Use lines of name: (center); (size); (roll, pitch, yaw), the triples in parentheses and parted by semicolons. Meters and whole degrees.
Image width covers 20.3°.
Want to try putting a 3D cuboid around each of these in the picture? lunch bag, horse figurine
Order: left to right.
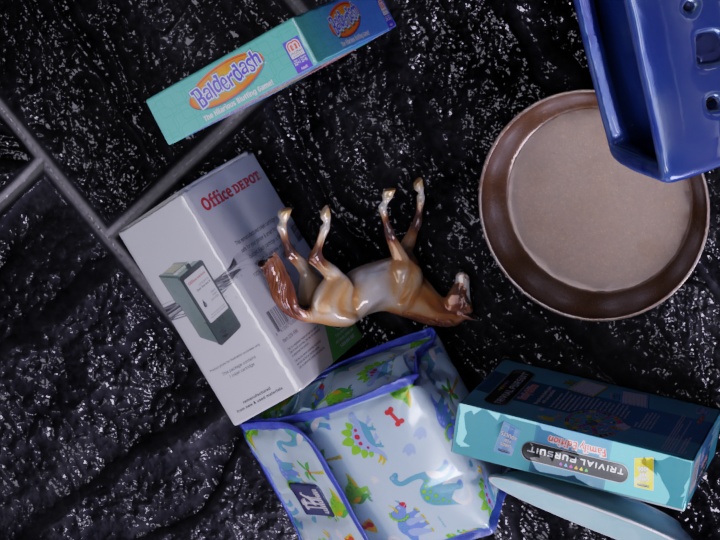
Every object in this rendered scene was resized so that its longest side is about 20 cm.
horse figurine: (0.000, 0.000, 1.752); (0.199, 0.050, 0.133); (-14, 105, -22)
lunch bag: (0.008, 0.170, 1.788); (0.199, 0.128, 0.171); (-20, 107, 26)

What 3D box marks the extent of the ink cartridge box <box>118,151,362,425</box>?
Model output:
ink cartridge box: (-0.103, 0.013, 1.780); (0.084, 0.146, 0.201); (-29, 93, 28)

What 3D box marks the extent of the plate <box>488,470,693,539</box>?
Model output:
plate: (0.205, 0.203, 1.712); (0.199, 0.200, 0.026); (19, 80, 14)

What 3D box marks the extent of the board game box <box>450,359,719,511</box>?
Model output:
board game box: (0.194, 0.136, 1.703); (0.199, 0.151, 0.047); (13, 105, 17)

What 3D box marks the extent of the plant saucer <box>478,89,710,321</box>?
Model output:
plant saucer: (0.200, -0.058, 1.711); (0.199, 0.034, 0.202); (6, 108, 19)

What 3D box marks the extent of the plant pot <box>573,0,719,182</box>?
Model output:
plant pot: (0.274, -0.192, 1.549); (0.179, 0.200, 0.201); (-16, 100, -3)

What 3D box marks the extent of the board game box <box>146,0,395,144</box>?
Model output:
board game box: (-0.071, -0.175, 1.684); (0.152, 0.200, 0.045); (-26, 96, 24)
